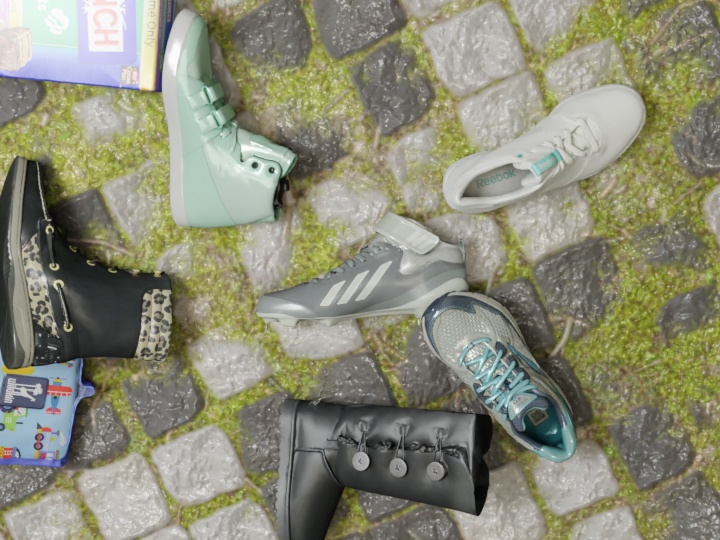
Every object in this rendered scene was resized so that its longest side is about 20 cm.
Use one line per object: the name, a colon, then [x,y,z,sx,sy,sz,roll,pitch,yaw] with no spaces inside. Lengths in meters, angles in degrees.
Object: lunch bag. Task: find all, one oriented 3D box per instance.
lunch bag: [-0.355,0.105,1.196,0.199,0.094,0.151,8,100,-11]

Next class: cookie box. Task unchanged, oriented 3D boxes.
cookie box: [-0.269,-0.254,1.120,0.199,0.075,0.172,5,100,1]

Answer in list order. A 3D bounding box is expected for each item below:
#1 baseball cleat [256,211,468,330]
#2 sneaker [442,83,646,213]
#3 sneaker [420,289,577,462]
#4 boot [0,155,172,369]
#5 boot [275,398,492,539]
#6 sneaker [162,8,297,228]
baseball cleat: [0.000,0.000,1.166,0.199,0.070,0.107,-4,94,-7]
sneaker: [0.169,-0.101,1.121,0.199,0.089,0.075,-28,97,7]
sneaker: [0.136,0.098,1.140,0.078,0.086,0.200,-43,111,8]
boot: [-0.260,-0.004,1.168,0.153,0.073,0.205,4,66,-26]
boot: [0.023,0.205,1.170,0.199,0.066,0.166,2,100,18]
sneaker: [-0.114,-0.137,1.133,0.118,0.074,0.201,2,110,9]
